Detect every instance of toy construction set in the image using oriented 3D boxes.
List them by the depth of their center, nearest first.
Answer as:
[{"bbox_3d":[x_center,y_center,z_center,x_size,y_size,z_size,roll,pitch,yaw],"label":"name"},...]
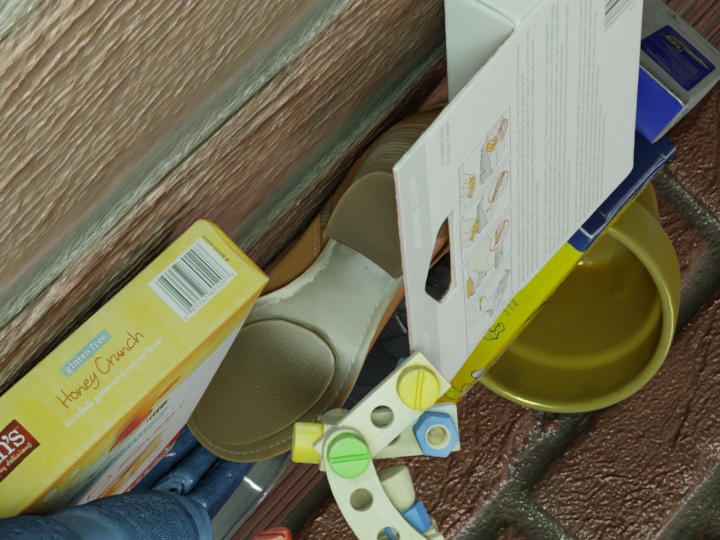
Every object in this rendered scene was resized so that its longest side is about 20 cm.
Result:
[{"bbox_3d":[-0.043,0.119,1.018,0.199,0.132,0.092,-15,-170,11],"label":"toy construction set"}]

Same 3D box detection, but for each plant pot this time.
[{"bbox_3d":[0.180,-0.012,1.998,0.201,0.200,0.189,-52,-172,34],"label":"plant pot"}]

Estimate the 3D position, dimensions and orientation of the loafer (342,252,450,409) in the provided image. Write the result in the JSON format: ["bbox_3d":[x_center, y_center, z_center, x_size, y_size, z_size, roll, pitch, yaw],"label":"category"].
[{"bbox_3d":[0.006,0.028,1.276,0.200,0.072,0.063,-24,-141,55],"label":"loafer"}]

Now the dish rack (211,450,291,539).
[{"bbox_3d":[-0.107,0.151,1.418,0.200,0.043,0.172,-50,-175,16],"label":"dish rack"}]

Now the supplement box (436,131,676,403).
[{"bbox_3d":[0.076,-0.025,1.382,0.109,0.109,0.200,-44,174,-42],"label":"supplement box"}]

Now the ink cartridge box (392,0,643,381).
[{"bbox_3d":[0.058,-0.055,1.019,0.176,0.045,0.200,-47,155,-24],"label":"ink cartridge box"}]

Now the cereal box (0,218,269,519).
[{"bbox_3d":[-0.113,0.072,0.892,0.144,0.040,0.200,-44,174,-26],"label":"cereal box"}]

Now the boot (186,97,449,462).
[{"bbox_3d":[0.000,0.000,1.157,0.200,0.074,0.155,-48,180,29],"label":"boot"}]

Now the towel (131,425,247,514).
[{"bbox_3d":[-0.112,0.134,1.246,0.112,0.048,0.200,-44,173,-48],"label":"towel"}]

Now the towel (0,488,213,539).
[{"bbox_3d":[-0.127,0.120,0.768,0.111,0.049,0.200,-37,166,20],"label":"towel"}]

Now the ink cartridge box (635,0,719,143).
[{"bbox_3d":[0.150,-0.125,1.317,0.039,0.099,0.200,-48,175,18],"label":"ink cartridge box"}]
